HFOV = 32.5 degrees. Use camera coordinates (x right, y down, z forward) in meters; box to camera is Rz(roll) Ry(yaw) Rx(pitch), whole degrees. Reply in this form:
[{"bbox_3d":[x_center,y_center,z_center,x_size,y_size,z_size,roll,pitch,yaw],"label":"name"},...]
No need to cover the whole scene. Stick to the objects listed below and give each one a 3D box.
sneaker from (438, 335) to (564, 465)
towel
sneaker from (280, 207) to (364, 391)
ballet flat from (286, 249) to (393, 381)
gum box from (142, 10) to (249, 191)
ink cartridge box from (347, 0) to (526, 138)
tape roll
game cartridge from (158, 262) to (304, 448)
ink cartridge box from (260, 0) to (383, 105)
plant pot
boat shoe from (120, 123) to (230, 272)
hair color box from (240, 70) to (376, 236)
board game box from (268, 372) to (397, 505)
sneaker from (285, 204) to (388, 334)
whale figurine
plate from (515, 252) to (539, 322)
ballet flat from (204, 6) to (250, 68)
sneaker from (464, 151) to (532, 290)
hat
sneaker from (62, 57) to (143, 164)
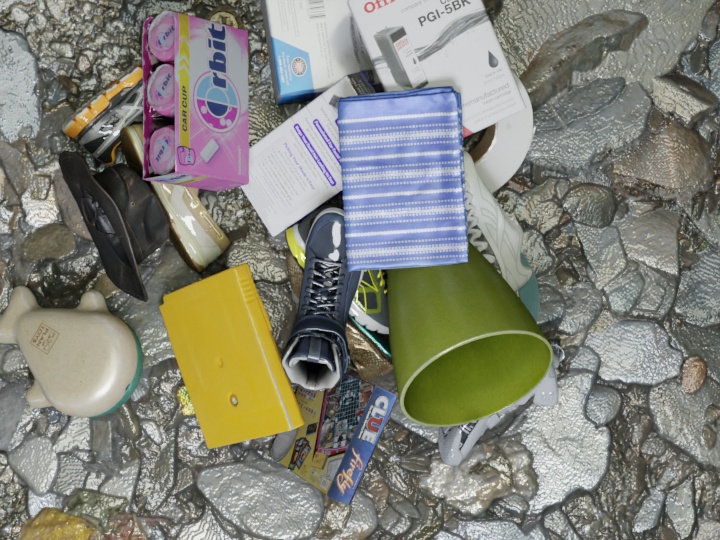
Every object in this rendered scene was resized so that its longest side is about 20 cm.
[{"bbox_3d":[0.180,0.166,1.559,0.114,0.075,0.202,20,99,-16],"label":"sneaker"},{"bbox_3d":[0.048,-0.103,1.401,0.143,0.024,0.202,-3,93,8],"label":"towel"},{"bbox_3d":[-0.042,0.041,1.428,0.076,0.146,0.204,8,111,3],"label":"sneaker"},{"bbox_3d":[-0.039,0.062,1.546,0.065,0.071,0.200,-42,89,11],"label":"ballet flat"},{"bbox_3d":[-0.195,-0.203,1.466,0.113,0.066,0.202,6,80,-47],"label":"gum box"},{"bbox_3d":[0.087,-0.253,1.436,0.146,0.083,0.201,-24,99,7],"label":"ink cartridge box"},{"bbox_3d":[0.118,-0.180,1.543,0.201,0.037,0.205,-5,117,-10],"label":"tape roll"},{"bbox_3d":[-0.159,0.106,1.484,0.032,0.176,0.202,-18,89,-43],"label":"game cartridge"},{"bbox_3d":[-0.018,-0.296,1.552,0.198,0.084,0.146,-8,90,-8],"label":"ink cartridge box"},{"bbox_3d":[0.105,0.048,1.459,0.185,0.188,0.201,-15,55,-7],"label":"plant pot"},{"bbox_3d":[-0.227,-0.098,1.519,0.066,0.074,0.201,-34,114,-18],"label":"boat shoe"},{"bbox_3d":[-0.053,-0.142,1.509,0.199,0.065,0.110,-32,92,26],"label":"hair color box"},{"bbox_3d":[-0.037,0.187,1.471,0.034,0.200,0.137,26,85,-23],"label":"board game box"},{"bbox_3d":[0.000,0.000,1.519,0.200,0.075,0.085,40,112,-20],"label":"sneaker"},{"bbox_3d":[-0.353,0.097,1.503,0.199,0.104,0.160,27,85,20],"label":"whale figurine"},{"bbox_3d":[0.137,0.039,1.586,0.198,0.026,0.202,0,87,-6],"label":"plate"},{"bbox_3d":[-0.173,-0.234,1.551,0.067,0.046,0.202,3,87,-7],"label":"ballet flat"},{"bbox_3d":[0.156,-0.060,1.544,0.080,0.075,0.202,-23,104,-17],"label":"sneaker"},{"bbox_3d":[-0.279,-0.065,1.473,0.081,0.200,0.202,-30,91,-23],"label":"hat"},{"bbox_3d":[-0.272,-0.213,1.531,0.200,0.078,0.077,-39,108,-5],"label":"sneaker"}]
